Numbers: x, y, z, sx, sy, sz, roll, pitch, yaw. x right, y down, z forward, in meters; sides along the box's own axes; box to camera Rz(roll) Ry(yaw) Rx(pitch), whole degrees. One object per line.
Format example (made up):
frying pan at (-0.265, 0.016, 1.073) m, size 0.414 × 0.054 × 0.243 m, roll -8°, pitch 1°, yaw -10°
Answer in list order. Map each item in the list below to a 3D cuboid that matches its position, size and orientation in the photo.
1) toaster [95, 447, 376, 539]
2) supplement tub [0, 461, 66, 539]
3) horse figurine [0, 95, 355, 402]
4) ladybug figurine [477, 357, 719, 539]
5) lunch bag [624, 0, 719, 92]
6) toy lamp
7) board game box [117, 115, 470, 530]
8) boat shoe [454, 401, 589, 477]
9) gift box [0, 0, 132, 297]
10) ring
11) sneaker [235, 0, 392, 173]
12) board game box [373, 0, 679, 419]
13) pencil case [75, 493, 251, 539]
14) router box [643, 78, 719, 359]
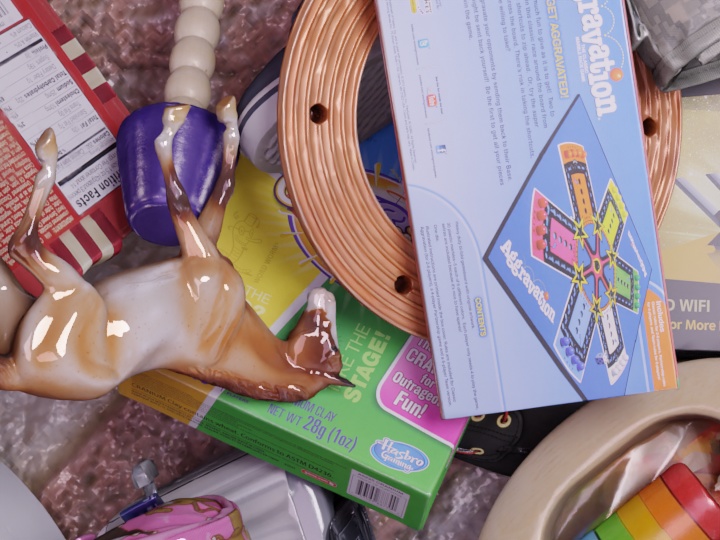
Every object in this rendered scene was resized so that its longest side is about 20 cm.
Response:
toaster at (-0.044, 0.176, 0.925) m, size 0.129 × 0.114 × 0.201 m, roll -20°, pitch 93°, yaw 12°
supplement tub at (-0.245, 0.186, 0.934) m, size 0.200 × 0.145 × 0.145 m, roll -38°, pitch 87°, yaw 7°
horse figurine at (-0.099, 0.004, 0.780) m, size 0.050 × 0.200 × 0.133 m, roll 3°, pitch 103°, yaw 52°
ladybug figurine at (0.137, 0.123, 0.880) m, size 0.200 × 0.072 × 0.136 m, roll -36°, pitch 75°, yaw 9°
lunch bag at (0.176, -0.182, 0.836) m, size 0.200 × 0.118 × 0.164 m, roll -22°, pitch 76°, yaw -16°
toy lamp at (-0.079, -0.101, 0.891) m, size 0.058 × 0.058 × 0.200 m, roll -3°, pitch 54°, yaw 8°
board game box at (0.000, 0.000, 0.892) m, size 0.153 × 0.040 × 0.200 m, roll 23°, pitch 60°, yaw 7°
boat shoe at (0.054, 0.059, 0.932) m, size 0.201 × 0.063 × 0.074 m, roll 15°, pitch 90°, yaw 5°
gift box at (-0.226, -0.043, 0.884) m, size 0.187 × 0.184 × 0.200 m, roll -32°, pitch 94°, yaw 36°
ring at (0.054, -0.066, 0.843) m, size 0.200 × 0.019 × 0.201 m, roll -2°, pitch 94°, yaw -25°
sneaker at (0.005, -0.117, 0.894) m, size 0.200 × 0.078 × 0.079 m, roll -32°, pitch 72°, yaw -33°
board game box at (0.069, -0.042, 0.803) m, size 0.103 × 0.019 × 0.201 m, roll -8°, pitch 98°, yaw 9°
pencil case at (-0.065, 0.199, 0.835) m, size 0.083 × 0.086 × 0.201 m, roll -22°, pitch 97°, yaw -29°
router box at (0.209, -0.036, 0.901) m, size 0.199 × 0.052 × 0.158 m, roll 1°, pitch 83°, yaw 7°
